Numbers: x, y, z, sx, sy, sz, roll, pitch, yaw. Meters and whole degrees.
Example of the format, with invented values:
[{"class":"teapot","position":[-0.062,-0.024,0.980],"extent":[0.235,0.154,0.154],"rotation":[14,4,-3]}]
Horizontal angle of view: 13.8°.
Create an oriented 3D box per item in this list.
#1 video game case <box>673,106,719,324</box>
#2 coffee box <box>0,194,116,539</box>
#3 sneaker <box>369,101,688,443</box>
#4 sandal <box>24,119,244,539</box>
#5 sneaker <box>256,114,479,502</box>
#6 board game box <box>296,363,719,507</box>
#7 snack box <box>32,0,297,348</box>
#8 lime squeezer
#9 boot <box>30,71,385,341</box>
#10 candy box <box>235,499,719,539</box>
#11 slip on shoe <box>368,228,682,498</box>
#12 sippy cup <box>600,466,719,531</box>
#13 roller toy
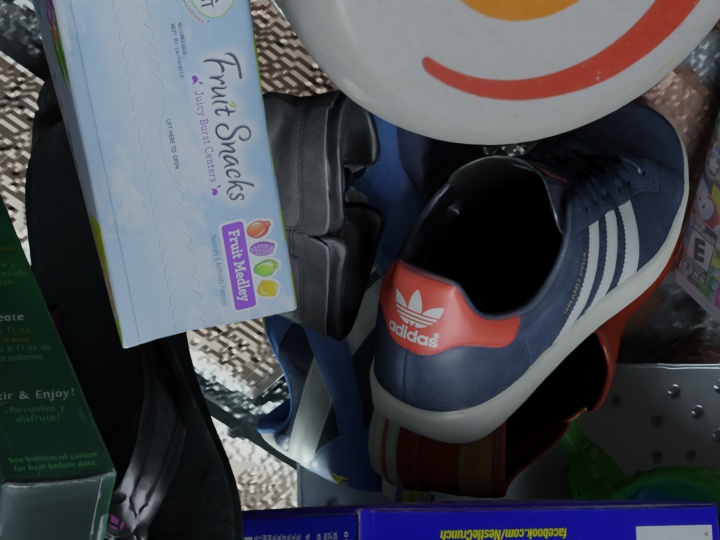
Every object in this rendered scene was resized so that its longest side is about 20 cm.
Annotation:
[{"class":"video game case","position":[0.190,-0.043,1.166],"extent":[0.018,0.143,0.201],"rotation":[-9,127,-30]},{"class":"coffee box","position":[-0.143,0.051,1.068],"extent":[0.044,0.200,0.123],"rotation":[-4,132,-23]},{"class":"sneaker","position":[0.071,-0.022,1.144],"extent":[0.075,0.200,0.085],"rotation":[18,134,22]},{"class":"sandal","position":[-0.093,0.041,1.074],"extent":[0.075,0.201,0.048],"rotation":[-14,170,21]},{"class":"sneaker","position":[0.000,0.000,1.202],"extent":[0.082,0.074,0.201],"rotation":[14,113,18]},{"class":"board game box","position":[0.069,0.141,1.289],"extent":[0.199,0.026,0.201],"rotation":[0,85,-12]},{"class":"snack box","position":[-0.079,-0.103,1.009],"extent":[0.067,0.200,0.169],"rotation":[-12,133,-5]},{"class":"lime squeezer","position":[0.134,0.081,1.275],"extent":[0.199,0.071,0.038],"rotation":[20,153,0]},{"class":"boot","position":[-0.062,0.008,1.163],"extent":[0.131,0.070,0.201],"rotation":[15,132,9]},{"class":"candy box","position":[0.012,0.127,1.139],"extent":[0.169,0.077,0.200],"rotation":[3,174,-34]},{"class":"slip on shoe","position":[0.080,0.031,1.202],"extent":[0.200,0.061,0.074],"rotation":[-40,139,-44]},{"class":"sippy cup","position":[0.155,0.165,1.217],"extent":[0.130,0.140,0.178],"rotation":[27,152,-31]},{"class":"roller toy","position":[0.037,-0.149,1.043],"extent":[0.199,0.140,0.183],"rotation":[-12,125,-17]}]
